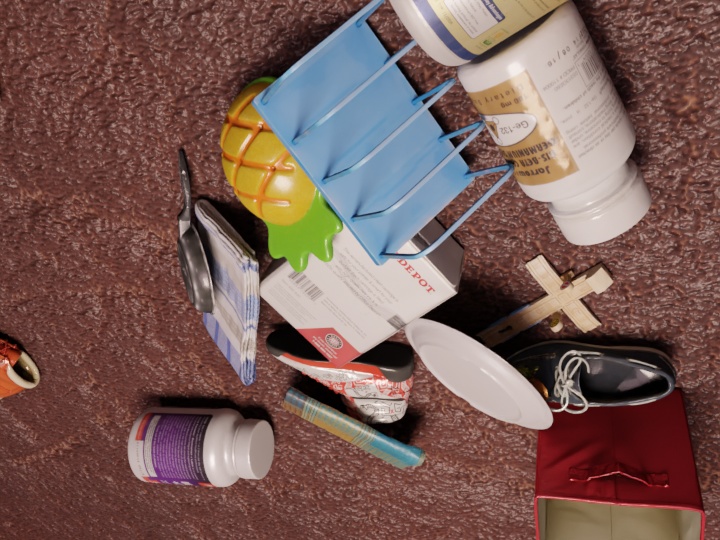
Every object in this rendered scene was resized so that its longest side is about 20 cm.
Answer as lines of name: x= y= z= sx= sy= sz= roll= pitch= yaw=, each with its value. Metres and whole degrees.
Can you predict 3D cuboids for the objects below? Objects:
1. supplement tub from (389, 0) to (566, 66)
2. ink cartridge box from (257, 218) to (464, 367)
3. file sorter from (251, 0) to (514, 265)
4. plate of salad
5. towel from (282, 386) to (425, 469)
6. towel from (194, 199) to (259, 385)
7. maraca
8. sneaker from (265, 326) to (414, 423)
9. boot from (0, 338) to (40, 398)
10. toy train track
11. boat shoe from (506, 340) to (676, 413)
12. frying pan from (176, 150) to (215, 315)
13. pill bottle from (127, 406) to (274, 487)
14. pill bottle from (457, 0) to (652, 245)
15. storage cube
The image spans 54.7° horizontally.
supplement tub: x=0.120 y=-0.270 z=0.539 sx=0.198 sy=0.145 sz=0.145 roll=-25 pitch=113 yaw=30
ink cartridge box: x=0.000 y=0.000 z=0.800 sx=0.147 sy=0.083 sz=0.199 roll=45 pitch=125 yaw=-15
file sorter: x=0.024 y=-0.126 z=0.634 sx=0.201 sy=0.139 sz=0.122 roll=51 pitch=166 yaw=-12
plate of salad: x=0.137 y=0.113 z=0.805 sx=0.199 sy=0.048 sz=0.201 roll=34 pitch=162 yaw=13
towel: x=-0.014 y=0.215 z=0.948 sx=0.198 sy=0.022 sz=0.147 roll=27 pitch=160 yaw=0
towel: x=-0.167 y=0.028 z=0.860 sx=0.147 sy=0.024 sz=0.202 roll=44 pitch=140 yaw=39
maraca: x=-0.081 y=-0.099 z=0.726 sx=0.136 sy=0.106 sz=0.203 roll=-19 pitch=91 yaw=46
sneaker: x=-0.030 y=0.143 z=0.918 sx=0.198 sy=0.068 sz=0.109 roll=8 pitch=123 yaw=9
boot: x=-0.584 y=0.117 z=1.081 sx=0.105 sy=0.076 sz=0.202 roll=-9 pitch=128 yaw=19
toy train track: x=0.200 y=0.056 z=0.806 sx=0.115 sy=0.033 sz=0.199 roll=44 pitch=126 yaw=-14
boat shoe: x=0.255 y=0.125 z=0.800 sx=0.197 sy=0.062 sz=0.076 roll=1 pitch=98 yaw=22
frying pan: x=-0.201 y=-0.031 z=0.830 sx=0.030 sy=0.115 sz=0.192 roll=-15 pitch=129 yaw=-20
pill bottle: x=-0.233 y=0.262 z=1.036 sx=0.197 sy=0.112 sz=0.113 roll=-3 pitch=123 yaw=20
pill bottle: x=0.183 y=-0.128 z=0.634 sx=0.113 sy=0.115 sz=0.201 roll=-24 pitch=114 yaw=30
storage cube: x=0.298 y=0.259 z=0.822 sx=0.168 sy=0.181 sz=0.203 roll=-1 pitch=122 yaw=18
